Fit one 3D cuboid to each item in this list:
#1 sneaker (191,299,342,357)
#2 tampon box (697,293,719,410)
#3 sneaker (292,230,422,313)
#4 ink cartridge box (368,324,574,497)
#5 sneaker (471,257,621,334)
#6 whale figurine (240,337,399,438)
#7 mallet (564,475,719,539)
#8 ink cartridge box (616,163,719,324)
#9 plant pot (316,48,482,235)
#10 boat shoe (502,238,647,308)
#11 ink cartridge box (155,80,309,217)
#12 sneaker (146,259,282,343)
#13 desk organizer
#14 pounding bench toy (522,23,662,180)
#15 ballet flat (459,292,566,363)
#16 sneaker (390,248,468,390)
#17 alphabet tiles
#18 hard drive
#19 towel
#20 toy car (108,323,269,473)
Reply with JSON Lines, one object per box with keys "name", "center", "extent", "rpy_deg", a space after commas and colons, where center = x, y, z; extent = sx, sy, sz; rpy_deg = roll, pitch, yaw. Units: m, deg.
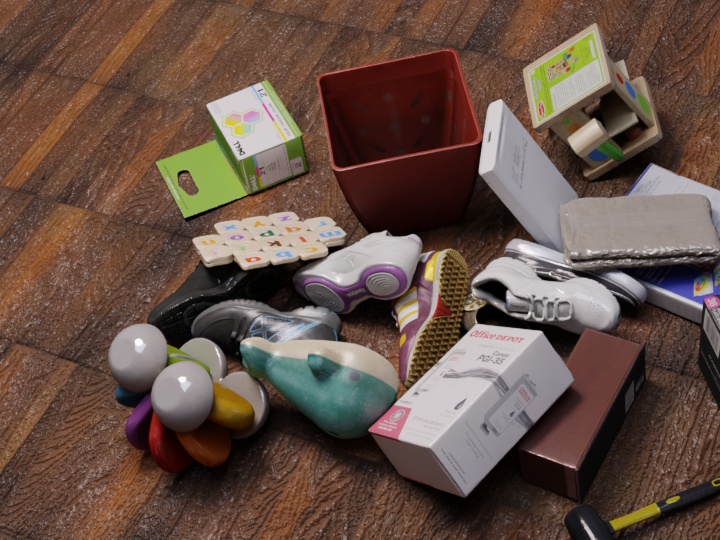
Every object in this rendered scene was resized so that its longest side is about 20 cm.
{"name": "sneaker", "center": [-0.126, 0.088, 1.725], "extent": [0.199, 0.073, 0.082], "rpy_deg": [-1, 49, 11]}
{"name": "tampon box", "center": [0.517, 0.101, 1.558], "extent": [0.199, 0.127, 0.150], "rpy_deg": [-14, 48, -2]}
{"name": "sneaker", "center": [0.000, 0.000, 1.759], "extent": [0.199, 0.075, 0.100], "rpy_deg": [-9, 36, 38]}
{"name": "ink cartridge box", "center": [0.129, 0.158, 1.563], "extent": [0.200, 0.083, 0.146], "rpy_deg": [-43, 20, -21]}
{"name": "sneaker", "center": [0.228, 0.043, 1.668], "extent": [0.199, 0.075, 0.087], "rpy_deg": [14, 21, 31]}
{"name": "whale figurine", "center": [-0.055, 0.141, 1.619], "extent": [0.199, 0.159, 0.104], "rpy_deg": [14, 70, 2]}
{"name": "mallet", "center": [0.325, 0.266, 1.513], "extent": [0.199, 0.041, 0.066], "rpy_deg": [-24, 46, -17]}
{"name": "ink cartridge box", "center": [0.423, -0.034, 1.755], "extent": [0.199, 0.047, 0.198], "rpy_deg": [25, 58, 31]}
{"name": "plant pot", "center": [0.061, -0.161, 1.843], "extent": [0.199, 0.177, 0.200], "rpy_deg": [-11, 48, 1]}
{"name": "boat shoe", "center": [0.268, 0.019, 1.723], "extent": [0.199, 0.070, 0.066], "rpy_deg": [22, 73, 23]}
{"name": "ink cartridge box", "center": [-0.197, -0.179, 1.974], "extent": [0.199, 0.076, 0.148], "rpy_deg": [-23, 49, -12]}
{"name": "sneaker", "center": [-0.206, 0.029, 1.804], "extent": [0.199, 0.076, 0.091], "rpy_deg": [-28, 43, -26]}
{"name": "desk organizer", "center": [0.265, 0.168, 1.584], "extent": [0.077, 0.072, 0.200], "rpy_deg": [17, 54, 27]}
{"name": "pounding bench toy", "center": [0.329, -0.200, 1.834], "extent": [0.124, 0.156, 0.201], "rpy_deg": [-31, 41, 27]}
{"name": "ballet flat", "center": [0.192, 0.084, 1.688], "extent": [0.067, 0.046, 0.200], "rpy_deg": [-31, 50, -18]}
{"name": "sneaker", "center": [0.077, 0.068, 1.717], "extent": [0.090, 0.075, 0.201], "rpy_deg": [-11, 51, 45]}
{"name": "alphabet tiles", "center": [-0.124, -0.040, 1.819], "extent": [0.199, 0.015, 0.196], "rpy_deg": [-10, 21, -16]}
{"name": "hard drive", "center": [0.225, -0.113, 1.763], "extent": [0.027, 0.200, 0.132], "rpy_deg": [-21, 40, 33]}
{"name": "towel", "center": [0.356, -0.049, 1.711], "extent": [0.199, 0.035, 0.133], "rpy_deg": [-2, 36, 6]}
{"name": "toy car", "center": [-0.225, 0.166, 1.640], "extent": [0.200, 0.175, 0.150], "rpy_deg": [35, 99, 33]}
